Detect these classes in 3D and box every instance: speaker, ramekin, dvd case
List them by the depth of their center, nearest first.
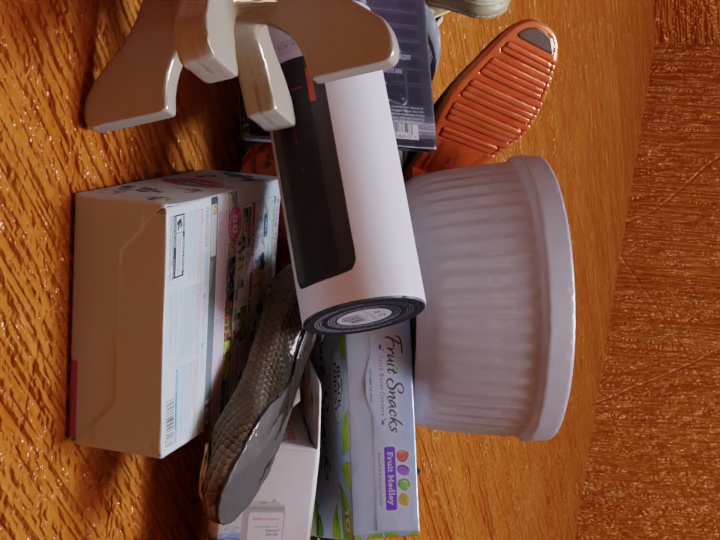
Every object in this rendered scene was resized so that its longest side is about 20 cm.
[{"bbox_3d":[-0.014,-0.066,1.088,0.081,0.081,0.202,43,36,-71],"label":"speaker"},{"bbox_3d":[-0.020,-0.183,1.182,0.016,0.148,0.202,-19,-107,58],"label":"dvd case"},{"bbox_3d":[0.078,0.020,1.218,0.200,0.104,0.202,179,-90,-83],"label":"ramekin"}]

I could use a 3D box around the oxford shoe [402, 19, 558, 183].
[{"bbox_3d":[0.073,-0.113,1.291,0.200,0.071,0.073,-53,-151,23],"label":"oxford shoe"}]

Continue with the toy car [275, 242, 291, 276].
[{"bbox_3d":[0.000,0.000,1.376,0.200,0.183,0.178,46,44,-33],"label":"toy car"}]

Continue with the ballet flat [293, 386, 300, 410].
[{"bbox_3d":[-0.052,0.103,1.328,0.063,0.068,0.201,-49,143,-43],"label":"ballet flat"}]

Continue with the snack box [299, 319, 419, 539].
[{"bbox_3d":[-0.004,0.084,1.208,0.142,0.053,0.202,156,-67,-72],"label":"snack box"}]

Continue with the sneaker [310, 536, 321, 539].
[{"bbox_3d":[-0.057,0.257,1.306,0.076,0.090,0.202,-60,152,-61],"label":"sneaker"}]

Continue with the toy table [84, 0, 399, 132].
[{"bbox_3d":[-0.077,-0.153,0.977,0.200,0.183,0.118,12,66,-66],"label":"toy table"}]

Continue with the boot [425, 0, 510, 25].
[{"bbox_3d":[0.045,-0.188,1.383,0.072,0.199,0.156,-19,122,-35],"label":"boot"}]

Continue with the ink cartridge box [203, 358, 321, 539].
[{"bbox_3d":[-0.071,0.162,1.181,0.116,0.067,0.202,-133,-131,-79],"label":"ink cartridge box"}]

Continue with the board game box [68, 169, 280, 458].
[{"bbox_3d":[-0.111,0.019,1.077,0.200,0.064,0.149,-23,118,-72],"label":"board game box"}]

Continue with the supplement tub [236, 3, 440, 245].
[{"bbox_3d":[-0.018,-0.117,1.266,0.123,0.122,0.201,81,20,-43],"label":"supplement tub"}]

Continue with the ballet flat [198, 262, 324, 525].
[{"bbox_3d":[-0.064,0.069,1.088,0.068,0.046,0.201,90,19,-55],"label":"ballet flat"}]

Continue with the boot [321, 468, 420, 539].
[{"bbox_3d":[-0.026,0.192,1.445,0.132,0.070,0.200,-57,-171,-2],"label":"boot"}]
